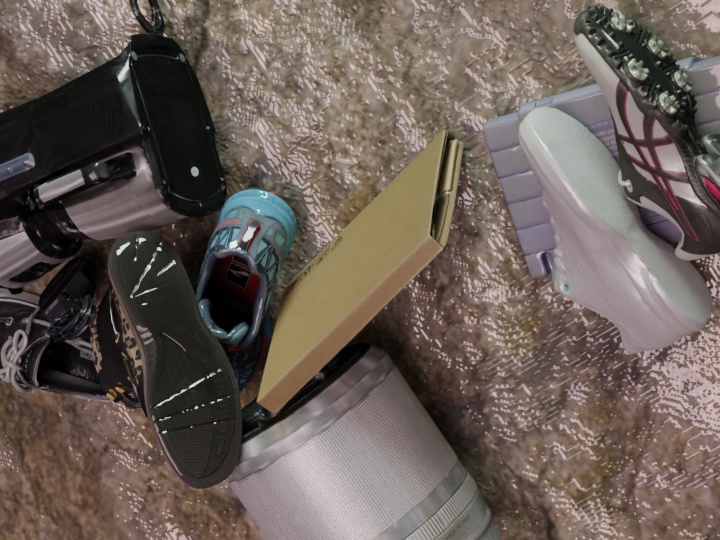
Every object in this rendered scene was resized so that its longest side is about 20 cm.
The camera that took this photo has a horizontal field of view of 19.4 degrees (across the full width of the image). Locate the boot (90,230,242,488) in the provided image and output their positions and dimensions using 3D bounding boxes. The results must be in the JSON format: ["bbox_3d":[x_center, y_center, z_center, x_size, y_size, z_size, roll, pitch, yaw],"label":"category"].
[{"bbox_3d":[-0.156,0.082,1.637,0.201,0.073,0.151,67,159,9],"label":"boot"}]

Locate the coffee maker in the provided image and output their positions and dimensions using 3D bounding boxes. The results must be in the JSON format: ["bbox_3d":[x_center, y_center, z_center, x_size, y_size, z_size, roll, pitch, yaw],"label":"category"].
[{"bbox_3d":[-0.225,-0.102,1.660,0.199,0.135,0.193,-19,63,24],"label":"coffee maker"}]

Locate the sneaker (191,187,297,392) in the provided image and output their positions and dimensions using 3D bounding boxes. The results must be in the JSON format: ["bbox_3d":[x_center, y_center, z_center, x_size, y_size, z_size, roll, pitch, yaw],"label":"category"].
[{"bbox_3d":[-0.111,0.034,1.656,0.079,0.096,0.201,18,126,4],"label":"sneaker"}]

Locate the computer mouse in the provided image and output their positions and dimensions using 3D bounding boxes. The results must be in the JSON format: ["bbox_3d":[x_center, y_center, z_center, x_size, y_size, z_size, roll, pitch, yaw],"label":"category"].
[{"bbox_3d":[-0.224,0.029,1.667,0.034,0.200,0.059,41,90,-15],"label":"computer mouse"}]

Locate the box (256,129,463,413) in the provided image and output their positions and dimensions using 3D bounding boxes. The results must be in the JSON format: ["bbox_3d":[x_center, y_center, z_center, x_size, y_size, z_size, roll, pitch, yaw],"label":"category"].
[{"bbox_3d":[0.000,0.000,1.578,0.021,0.164,0.200,38,119,-16],"label":"box"}]

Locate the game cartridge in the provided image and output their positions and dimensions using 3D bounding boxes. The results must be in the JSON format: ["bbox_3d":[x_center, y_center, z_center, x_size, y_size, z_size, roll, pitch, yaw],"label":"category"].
[{"bbox_3d":[0.200,-0.078,1.549,0.199,0.038,0.130,-14,99,24],"label":"game cartridge"}]

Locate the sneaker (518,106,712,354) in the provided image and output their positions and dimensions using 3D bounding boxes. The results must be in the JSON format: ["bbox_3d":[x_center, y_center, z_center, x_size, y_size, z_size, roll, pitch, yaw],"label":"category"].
[{"bbox_3d":[0.164,-0.022,1.530,0.088,0.075,0.200,-32,97,39],"label":"sneaker"}]

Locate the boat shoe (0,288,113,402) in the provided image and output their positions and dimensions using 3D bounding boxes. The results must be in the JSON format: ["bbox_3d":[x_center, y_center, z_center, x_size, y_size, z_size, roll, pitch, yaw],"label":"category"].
[{"bbox_3d":[-0.270,0.070,1.756,0.198,0.068,0.074,17,114,14],"label":"boat shoe"}]

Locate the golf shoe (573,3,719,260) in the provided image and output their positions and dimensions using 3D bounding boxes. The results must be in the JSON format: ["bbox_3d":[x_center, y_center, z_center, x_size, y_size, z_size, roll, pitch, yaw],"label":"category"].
[{"bbox_3d":[0.204,-0.094,1.484,0.088,0.077,0.200,-37,92,35],"label":"golf shoe"}]

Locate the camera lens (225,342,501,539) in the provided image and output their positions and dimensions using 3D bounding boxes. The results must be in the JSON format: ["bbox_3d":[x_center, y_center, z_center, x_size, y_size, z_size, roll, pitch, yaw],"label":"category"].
[{"bbox_3d":[-0.003,0.170,1.640,0.160,0.160,0.201,-32,95,27],"label":"camera lens"}]
